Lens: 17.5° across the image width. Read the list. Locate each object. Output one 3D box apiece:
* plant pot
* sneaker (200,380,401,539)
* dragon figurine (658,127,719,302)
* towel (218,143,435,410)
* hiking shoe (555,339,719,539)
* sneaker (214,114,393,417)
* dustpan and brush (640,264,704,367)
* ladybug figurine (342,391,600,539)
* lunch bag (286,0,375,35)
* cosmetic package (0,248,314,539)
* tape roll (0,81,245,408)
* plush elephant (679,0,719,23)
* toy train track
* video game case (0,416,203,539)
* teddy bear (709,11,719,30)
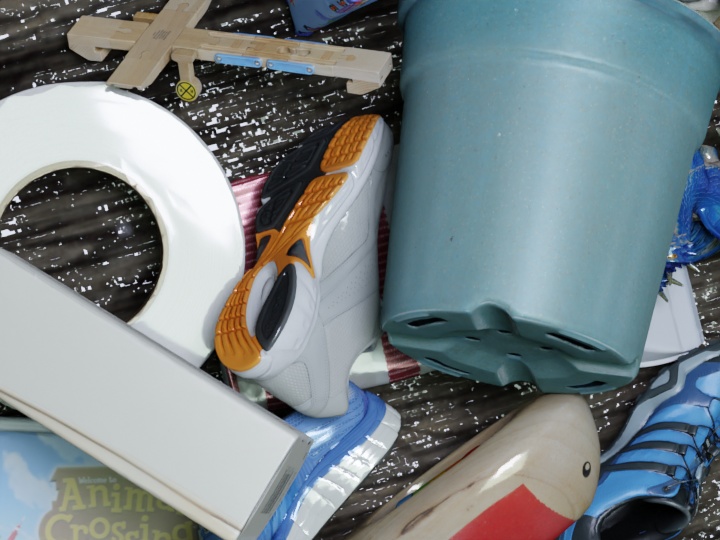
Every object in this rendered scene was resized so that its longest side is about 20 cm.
[{"bbox_3d":[0.101,-0.044,1.334,0.199,0.200,0.197,16,72,-12],"label":"plant pot"},{"bbox_3d":[-0.067,0.139,1.391,0.089,0.079,0.200,40,73,1],"label":"sneaker"},{"bbox_3d":[0.223,-0.038,1.472,0.199,0.059,0.100,-8,78,-44],"label":"dragon figurine"},{"bbox_3d":[0.000,0.000,1.453,0.199,0.023,0.145,-14,92,-12],"label":"towel"},{"bbox_3d":[0.193,0.125,1.451,0.200,0.087,0.074,-39,132,-6],"label":"hiking shoe"},{"bbox_3d":[-0.018,-0.001,1.393,0.092,0.075,0.201,45,53,-33],"label":"sneaker"},{"bbox_3d":[0.111,0.000,1.448,0.199,0.057,0.140,-5,76,-39],"label":"dustpan and brush"},{"bbox_3d":[0.065,0.149,1.395,0.200,0.136,0.072,-37,90,19],"label":"ladybug figurine"},{"bbox_3d":[-0.021,-0.255,1.389,0.094,0.151,0.201,-23,94,-13],"label":"lunch bag"},{"bbox_3d":[-0.130,0.072,1.309,0.199,0.104,0.073,30,87,7],"label":"cosmetic package"},{"bbox_3d":[-0.168,-0.012,1.393,0.202,0.037,0.204,0,92,-7],"label":"tape roll"},{"bbox_3d":[0.231,-0.198,1.400,0.154,0.200,0.166,-7,106,7],"label":"plush elephant"},{"bbox_3d":[-0.078,-0.122,1.390,0.199,0.115,0.033,8,128,18],"label":"toy train track"},{"bbox_3d":[-0.133,0.184,1.413,0.199,0.022,0.183,3,87,-13],"label":"video game case"},{"bbox_3d":[0.189,-0.230,1.491,0.199,0.067,0.146,17,93,-19],"label":"teddy bear"}]
